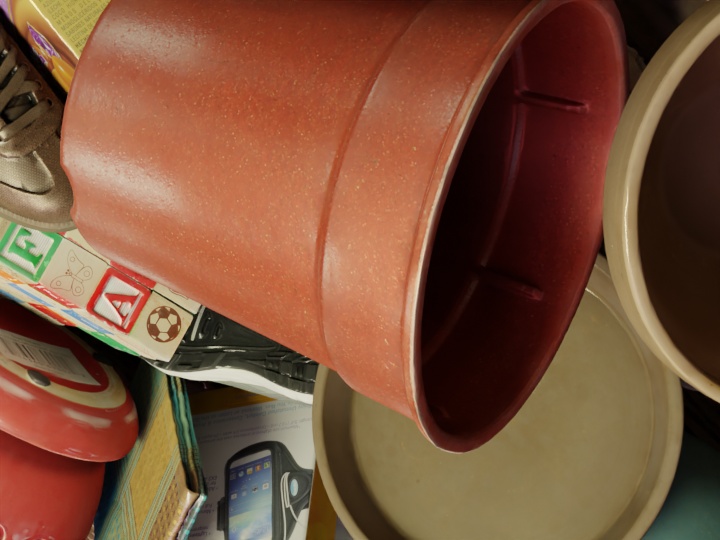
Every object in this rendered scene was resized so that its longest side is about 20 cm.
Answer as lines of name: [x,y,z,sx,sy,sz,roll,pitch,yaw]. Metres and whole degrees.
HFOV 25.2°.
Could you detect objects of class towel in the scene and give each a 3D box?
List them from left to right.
towel: [-0.136,0.142,1.021,0.022,0.200,0.147,16,112,-20]

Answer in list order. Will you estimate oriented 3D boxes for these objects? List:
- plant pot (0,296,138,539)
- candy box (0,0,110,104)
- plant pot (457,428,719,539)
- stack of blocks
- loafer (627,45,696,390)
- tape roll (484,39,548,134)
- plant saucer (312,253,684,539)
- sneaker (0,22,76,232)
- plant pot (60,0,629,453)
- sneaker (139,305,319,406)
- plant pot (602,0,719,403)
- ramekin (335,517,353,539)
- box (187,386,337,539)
plant pot: [-0.254,0.117,1.024,0.200,0.200,0.183,32,98,-1]
candy box: [-0.174,-0.160,0.828,0.200,0.056,0.117,52,163,-8]
plant pot: [0.143,0.165,0.919,0.188,0.200,0.200,46,138,6]
stack of blocks: [-0.175,-0.004,0.955,0.115,0.059,0.200,32,168,-22]
loafer: [0.157,-0.033,0.816,0.072,0.063,0.201,31,149,55]
tape roll: [0.006,-0.134,0.792,0.199,0.066,0.201,16,137,16]
plant saucer: [0.071,0.076,0.846,0.199,0.201,0.029,12,177,20]
sneaker: [-0.206,-0.103,0.819,0.200,0.070,0.076,44,158,7]
plant pot: [-0.012,-0.048,0.706,0.194,0.201,0.202,19,137,25]
sneaker: [-0.065,0.048,1.005,0.199,0.074,0.079,16,166,27]
plant pot: [0.189,-0.040,0.723,0.201,0.201,0.093,52,175,-22]
ramekin: [-0.060,0.212,1.067,0.199,0.201,0.105,-2,146,31]
box: [-0.074,0.165,1.012,0.118,0.201,0.041,-11,144,26]
